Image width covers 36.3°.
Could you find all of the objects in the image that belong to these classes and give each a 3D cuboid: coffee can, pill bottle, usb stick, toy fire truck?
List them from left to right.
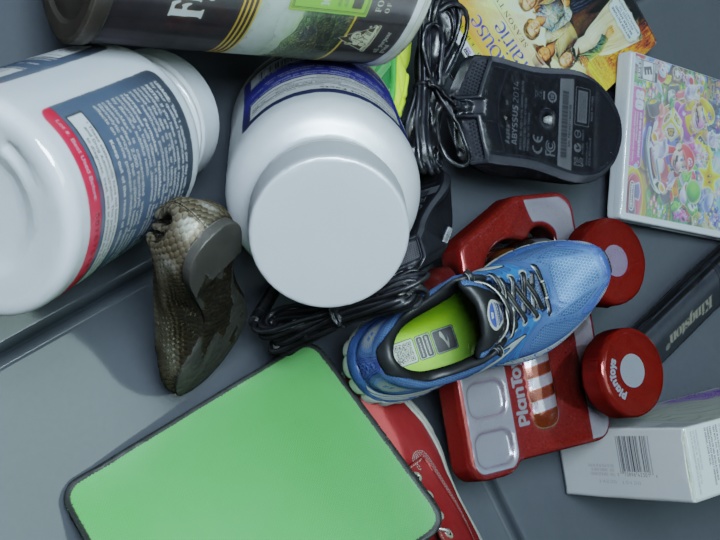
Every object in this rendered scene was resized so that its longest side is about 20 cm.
[{"bbox_3d":[-0.161,-0.064,0.628,0.120,0.119,0.200,62,26,-10],"label":"pill bottle"},{"bbox_3d":[-0.072,-0.199,0.638,0.198,0.146,0.148,-2,85,-30],"label":"coffee can"},{"bbox_3d":[-0.025,-0.060,0.687,0.118,0.200,0.121,-2,115,-4],"label":"pill bottle"},{"bbox_3d":[0.124,0.044,0.826,0.167,0.112,0.202,-8,87,-33],"label":"toy fire truck"},{"bbox_3d":[0.281,0.036,0.962,0.199,0.032,0.056,-37,139,-28],"label":"usb stick"}]

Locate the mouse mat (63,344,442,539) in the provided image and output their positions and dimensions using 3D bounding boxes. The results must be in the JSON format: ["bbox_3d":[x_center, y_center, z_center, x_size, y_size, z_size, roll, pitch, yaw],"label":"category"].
[{"bbox_3d":[-0.067,0.151,0.700,0.199,0.008,0.161,-30,67,-20],"label":"mouse mat"}]

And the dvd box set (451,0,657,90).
[{"bbox_3d":[0.155,-0.201,0.924,0.200,0.029,0.147,-41,105,-28],"label":"dvd box set"}]

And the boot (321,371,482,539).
[{"bbox_3d":[0.037,0.165,0.739,0.072,0.144,0.201,-31,102,4],"label":"boot"}]

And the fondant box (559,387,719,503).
[{"bbox_3d":[0.281,0.136,0.892,0.198,0.144,0.059,-7,86,-31],"label":"fondant box"}]

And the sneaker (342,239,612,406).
[{"bbox_3d":[0.088,0.034,0.733,0.199,0.089,0.079,-25,88,-17],"label":"sneaker"}]

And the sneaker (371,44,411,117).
[{"bbox_3d":[-0.005,-0.190,0.802,0.083,0.074,0.202,8,80,-34],"label":"sneaker"}]

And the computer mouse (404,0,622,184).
[{"bbox_3d":[0.112,-0.121,0.838,0.198,0.053,0.140,12,80,-29],"label":"computer mouse"}]

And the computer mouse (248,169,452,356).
[{"bbox_3d":[0.000,0.000,0.772,0.046,0.139,0.200,63,21,-22],"label":"computer mouse"}]

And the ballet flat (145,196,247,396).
[{"bbox_3d":[-0.104,0.016,0.664,0.046,0.200,0.067,36,63,13],"label":"ballet flat"}]

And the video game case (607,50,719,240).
[{"bbox_3d":[0.299,-0.105,0.989,0.199,0.018,0.145,7,85,-36],"label":"video game case"}]
